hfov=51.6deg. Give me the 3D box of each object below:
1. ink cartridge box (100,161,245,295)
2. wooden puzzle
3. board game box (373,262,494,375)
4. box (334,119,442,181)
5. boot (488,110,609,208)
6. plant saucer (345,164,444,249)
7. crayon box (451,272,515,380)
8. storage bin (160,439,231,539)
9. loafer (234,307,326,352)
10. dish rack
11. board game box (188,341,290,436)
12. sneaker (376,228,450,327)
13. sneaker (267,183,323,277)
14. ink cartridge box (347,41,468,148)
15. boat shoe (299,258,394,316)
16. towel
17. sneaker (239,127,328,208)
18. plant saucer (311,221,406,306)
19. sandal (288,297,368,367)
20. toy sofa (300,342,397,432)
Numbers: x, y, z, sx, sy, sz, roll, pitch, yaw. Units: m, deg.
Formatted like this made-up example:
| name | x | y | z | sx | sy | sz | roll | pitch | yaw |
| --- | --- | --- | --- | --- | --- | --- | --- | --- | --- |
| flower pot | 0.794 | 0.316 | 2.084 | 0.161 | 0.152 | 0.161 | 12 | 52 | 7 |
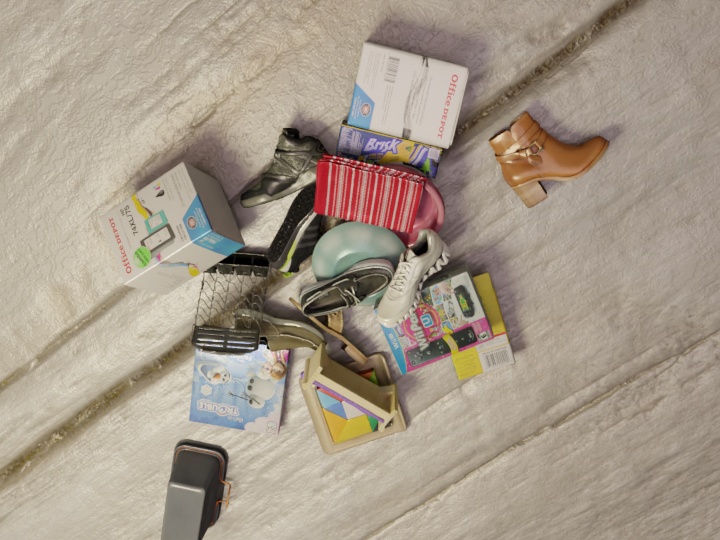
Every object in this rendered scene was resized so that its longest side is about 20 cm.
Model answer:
| name | x | y | z | sx | sy | sz | roll | pitch | yaw |
| --- | --- | --- | --- | --- | --- | --- | --- | --- | --- |
| ink cartridge box | -0.350 | -0.073 | 1.398 | 0.197 | 0.146 | 0.149 | -30 | 74 | 11 |
| wooden puzzle | -0.016 | 0.288 | 1.577 | 0.195 | 0.037 | 0.189 | -17 | 106 | 7 |
| board game box | 0.143 | 0.095 | 1.448 | 0.196 | 0.064 | 0.150 | -22 | 104 | 13 |
| box | 0.053 | -0.226 | 1.401 | 0.194 | 0.070 | 0.066 | 14 | 108 | -2 |
| boot | 0.351 | -0.234 | 1.397 | 0.198 | 0.077 | 0.157 | -32 | 99 | 18 |
| plant saucer | 0.064 | -0.126 | 1.405 | 0.194 | 0.052 | 0.203 | 8 | 140 | 6 |
| crayon box | 0.228 | 0.107 | 1.507 | 0.124 | 0.051 | 0.205 | -16 | 106 | 7 |
| storage bin | -0.358 | 0.497 | 1.601 | 0.141 | 0.135 | 0.205 | 11 | 108 | -2 |
| loafer | -0.165 | 0.135 | 1.504 | 0.194 | 0.075 | 0.071 | 15 | 70 | -2 |
| dish rack | -0.256 | 0.064 | 1.453 | 0.149 | 0.205 | 0.055 | 3 | 152 | 1 |
| board game box | -0.254 | 0.235 | 1.565 | 0.194 | 0.044 | 0.205 | 9 | 108 | -1 |
| sneaker | 0.087 | 0.011 | 1.382 | 0.202 | 0.074 | 0.081 | -56 | 144 | -13 |
| sneaker | -0.108 | -0.080 | 1.466 | 0.082 | 0.072 | 0.202 | 25 | 105 | -42 |
| ink cartridge box | 0.085 | -0.322 | 1.364 | 0.194 | 0.084 | 0.148 | 13 | 107 | -2 |
| boat shoe | -0.024 | 0.044 | 1.419 | 0.196 | 0.072 | 0.073 | -23 | 121 | 12 |
| towel | 0.012 | -0.135 | 1.351 | 0.194 | 0.023 | 0.146 | 12 | 140 | 0 |
| sneaker | -0.154 | -0.197 | 1.418 | 0.196 | 0.076 | 0.117 | -25 | 94 | 14 |
| plant saucer | 0.000 | 0.000 | 1.457 | 0.195 | 0.039 | 0.205 | 1 | 125 | 2 |
| sandal | -0.049 | 0.101 | 1.514 | 0.211 | 0.077 | 0.070 | 43 | 83 | -13 |
| toy sofa | -0.026 | 0.243 | 1.488 | 0.197 | 0.084 | 0.098 | 31 | 116 | -16 |
